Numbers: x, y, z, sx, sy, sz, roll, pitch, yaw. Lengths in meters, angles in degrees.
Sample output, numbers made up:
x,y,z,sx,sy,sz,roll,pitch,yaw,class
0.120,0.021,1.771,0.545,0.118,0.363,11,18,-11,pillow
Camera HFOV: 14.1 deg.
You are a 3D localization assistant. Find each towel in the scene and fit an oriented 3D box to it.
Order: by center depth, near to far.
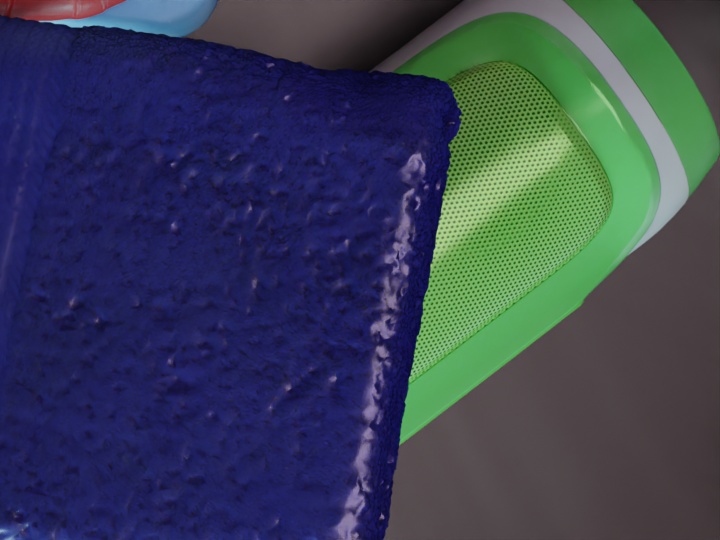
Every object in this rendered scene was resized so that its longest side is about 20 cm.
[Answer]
x,y,z,sx,sy,sz,roll,pitch,yaw,class
-0.079,0.009,0.747,0.200,0.050,0.148,9,85,15,towel

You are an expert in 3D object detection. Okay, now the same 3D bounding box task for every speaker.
x,y,z,sx,sy,sz,roll,pitch,yaw,class
0.000,0.000,0.807,0.200,0.088,0.088,-37,104,-7,speaker

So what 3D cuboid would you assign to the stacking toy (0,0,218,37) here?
x,y,z,sx,sy,sz,roll,pitch,yaw,class
-0.070,-0.112,0.716,0.116,0.200,0.110,5,96,-13,stacking toy
